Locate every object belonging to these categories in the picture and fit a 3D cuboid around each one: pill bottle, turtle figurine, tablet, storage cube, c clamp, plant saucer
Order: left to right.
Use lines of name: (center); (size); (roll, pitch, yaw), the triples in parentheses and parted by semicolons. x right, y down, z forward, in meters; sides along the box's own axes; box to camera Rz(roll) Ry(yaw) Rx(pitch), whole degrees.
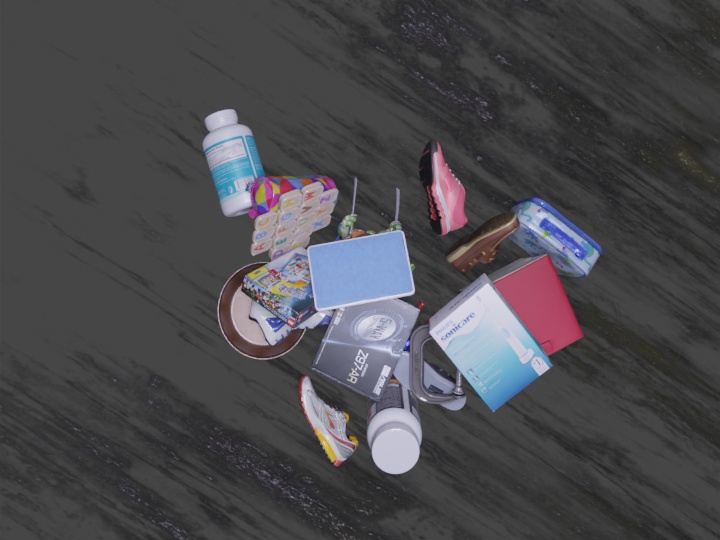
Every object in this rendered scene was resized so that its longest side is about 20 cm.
pill bottle: (-0.262, -0.224, 1.398); (0.108, 0.111, 0.206); (-17, 90, -5)
plant saucer: (-0.206, 0.085, 1.435); (0.194, 0.037, 0.207); (0, 89, -6)
tablet: (0.000, 0.000, 1.296); (0.194, 0.014, 0.134); (-10, 73, -2)
turtle figurine: (0.033, -0.076, 1.383); (0.199, 0.144, 0.195); (-42, 59, 4)
pill bottle: (0.067, 0.314, 1.363); (0.112, 0.201, 0.120); (0, 106, 1)
c clamp: (0.177, 0.185, 1.357); (0.165, 0.027, 0.206); (9, 111, 10)
storage cube: (0.329, 0.089, 1.414); (0.196, 0.171, 0.184); (-25, 91, -5)

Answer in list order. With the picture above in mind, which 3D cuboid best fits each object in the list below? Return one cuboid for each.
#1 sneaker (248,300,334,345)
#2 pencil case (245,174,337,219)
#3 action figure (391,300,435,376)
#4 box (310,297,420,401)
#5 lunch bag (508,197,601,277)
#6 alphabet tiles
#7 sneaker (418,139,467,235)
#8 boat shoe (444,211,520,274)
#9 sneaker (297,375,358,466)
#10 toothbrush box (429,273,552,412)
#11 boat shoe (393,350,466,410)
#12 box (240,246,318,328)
sneaker: (-0.146, 0.100, 1.391); (0.194, 0.081, 0.118); (16, 100, -10)
pencil case: (-0.137, -0.151, 1.373); (0.197, 0.087, 0.091); (-9, 90, -46)
action figure: (0.086, 0.163, 1.453); (0.065, 0.052, 0.201); (40, 91, 2)
box: (0.009, 0.134, 1.341); (0.157, 0.044, 0.204); (25, 94, -1)
lunch bag: (0.405, -0.068, 1.429); (0.198, 0.161, 0.083); (37, 87, -2)
alphabet tiles: (-0.132, -0.096, 1.362); (0.192, 0.202, 0.015); (-23, 64, -29)
sneaker: (0.184, -0.183, 1.467); (0.084, 0.073, 0.207); (-11, 94, -19)
boat shoe: (0.265, -0.055, 1.418); (0.068, 0.199, 0.072); (47, 45, -8)
sneaker: (-0.072, 0.309, 1.430); (0.081, 0.078, 0.204); (-30, 101, -9)
toothbrush box: (0.243, 0.135, 1.275); (0.146, 0.085, 0.201); (-40, 97, 12)
boat shoe: (0.143, 0.224, 1.438); (0.197, 0.067, 0.071); (30, 108, -15)
box: (-0.126, 0.029, 1.345); (0.135, 0.199, 0.038); (33, 121, 16)
